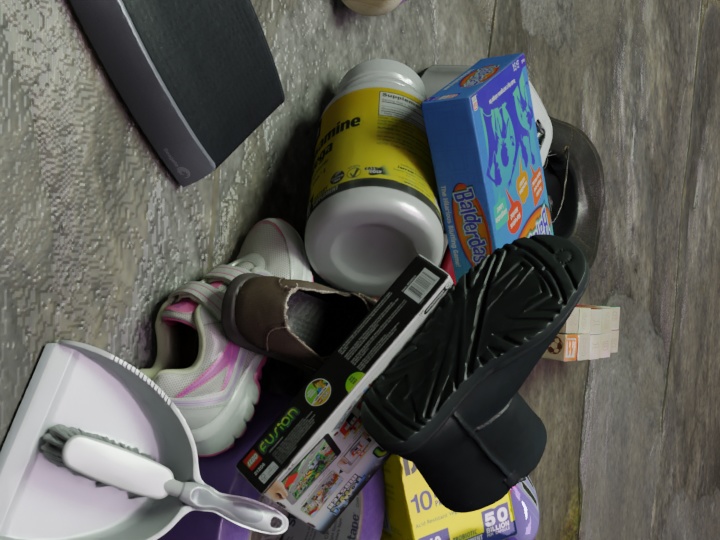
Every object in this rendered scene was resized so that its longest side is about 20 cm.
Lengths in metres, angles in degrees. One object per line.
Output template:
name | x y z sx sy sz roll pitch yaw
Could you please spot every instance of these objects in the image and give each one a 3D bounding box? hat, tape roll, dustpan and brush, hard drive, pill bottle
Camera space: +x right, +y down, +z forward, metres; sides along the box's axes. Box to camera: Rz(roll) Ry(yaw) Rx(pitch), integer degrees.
hat | 0.202 -0.082 1.102 0.199 0.080 0.204 5 84 -44
tape roll | -0.072 0.204 0.786 0.199 0.084 0.203 -6 97 -49
dustpan and brush | -0.143 0.145 0.659 0.199 0.057 0.141 27 70 -26
hard drive | -0.133 -0.180 0.713 0.135 0.042 0.201 -51 129 -35
pill bottle | 0.015 -0.086 0.807 0.113 0.111 0.202 52 29 -39

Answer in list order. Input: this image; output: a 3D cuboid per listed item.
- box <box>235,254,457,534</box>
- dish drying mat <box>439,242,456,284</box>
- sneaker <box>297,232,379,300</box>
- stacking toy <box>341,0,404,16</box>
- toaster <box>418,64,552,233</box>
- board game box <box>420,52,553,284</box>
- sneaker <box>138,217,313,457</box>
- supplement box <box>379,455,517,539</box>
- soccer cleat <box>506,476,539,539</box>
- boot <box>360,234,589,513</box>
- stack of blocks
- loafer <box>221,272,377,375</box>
box | 0.007 0.096 0.707 0.200 0.035 0.110 -48 145 -8
dish drying mat | 0.081 0.067 0.968 0.076 0.018 0.202 11 103 -48
sneaker | 0.000 0.000 0.866 0.199 0.071 0.081 -2 97 -50
stacking toy | 0.057 -0.304 0.910 0.200 0.085 0.086 -35 119 -48
toaster | 0.102 -0.114 0.937 0.114 0.128 0.202 48 57 -39
board game box | 0.114 -0.065 0.797 0.152 0.044 0.202 -45 127 -55
sneaker | -0.105 0.036 0.735 0.088 0.081 0.202 44 54 -37
supplement box | 0.056 0.152 0.873 0.108 0.109 0.203 -14 95 -24
soccer cleat | 0.129 0.171 0.939 0.077 0.066 0.202 71 8 -57
boot | 0.106 0.084 0.711 0.200 0.076 0.168 -45 141 -1
stack of blocks | 0.240 0.069 1.130 0.199 0.114 0.059 4 90 -51
loafer | -0.012 0.053 0.726 0.199 0.071 0.074 15 80 -42
